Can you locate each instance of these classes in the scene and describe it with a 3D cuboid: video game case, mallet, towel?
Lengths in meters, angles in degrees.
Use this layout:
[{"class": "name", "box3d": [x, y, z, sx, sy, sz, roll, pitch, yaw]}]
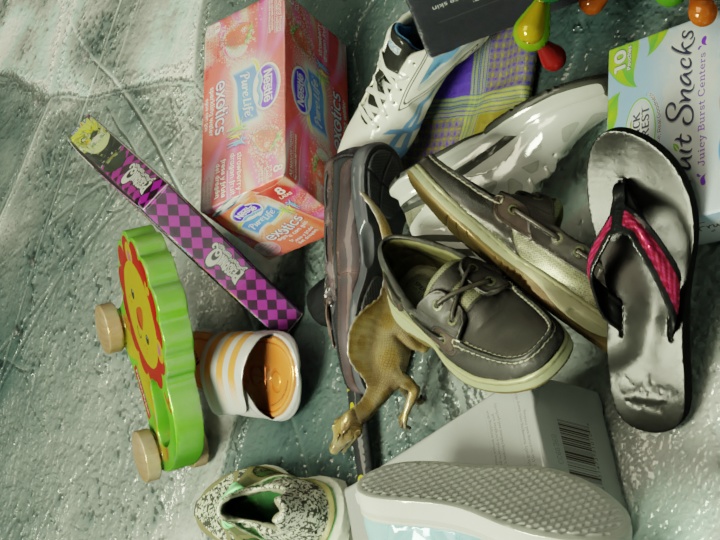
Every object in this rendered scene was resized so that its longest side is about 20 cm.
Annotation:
[{"class": "video game case", "box3d": [-0.157, -0.040, 1.356, 0.036, 0.200, 0.181, -47, 39, -4]}, {"class": "mallet", "box3d": [-0.011, 0.094, 1.255, 0.065, 0.041, 0.203, -21, 64, 46]}, {"class": "towel", "box3d": [0.087, -0.154, 1.238, 0.143, 0.023, 0.203, 4, 79, 52]}]

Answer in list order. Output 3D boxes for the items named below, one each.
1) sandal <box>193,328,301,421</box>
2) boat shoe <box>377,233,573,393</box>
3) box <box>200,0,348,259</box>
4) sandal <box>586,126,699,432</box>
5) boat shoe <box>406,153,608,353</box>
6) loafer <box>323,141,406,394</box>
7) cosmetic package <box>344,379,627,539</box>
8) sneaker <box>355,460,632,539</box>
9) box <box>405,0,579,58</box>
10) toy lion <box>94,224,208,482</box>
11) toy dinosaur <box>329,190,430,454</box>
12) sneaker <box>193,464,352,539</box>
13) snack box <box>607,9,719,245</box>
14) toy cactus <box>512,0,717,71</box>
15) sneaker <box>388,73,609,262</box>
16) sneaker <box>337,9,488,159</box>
[{"class": "sandal", "box3d": [-0.123, 0.093, 1.359, 0.206, 0.059, 0.080, 2, 96, 54]}, {"class": "boat shoe", "box3d": [0.068, 0.024, 1.058, 0.072, 0.066, 0.200, -42, 31, -11]}, {"class": "box", "box3d": [-0.074, -0.129, 1.338, 0.094, 0.102, 0.202, -21, 54, 29]}, {"class": "sandal", "box3d": [0.179, 0.009, 0.982, 0.074, 0.045, 0.203, 0, 100, 40]}, {"class": "boat shoe", "box3d": [0.121, -0.022, 1.070, 0.199, 0.073, 0.065, 40, 89, 12]}, {"class": "loafer", "box3d": [0.000, 0.000, 1.225, 0.062, 0.071, 0.203, -3, 85, 43]}, {"class": "cosmetic package", "box3d": [0.084, 0.170, 1.071, 0.199, 0.080, 0.114, -37, 49, 38]}, {"class": "sneaker", "box3d": [0.088, 0.173, 0.965, 0.198, 0.074, 0.083, 5, 116, 42]}, {"class": "box", "box3d": [0.102, -0.282, 1.070, 0.194, 0.201, 0.119, -19, 54, 9]}, {"class": "toy lion", "box3d": [-0.178, 0.069, 1.348, 0.192, 0.068, 0.202, 131, 123, -65]}, {"class": "toy dinosaur", "box3d": [0.029, 0.046, 1.167, 0.058, 0.100, 0.203, 1, 78, 49]}, {"class": "sneaker", "box3d": [-0.090, 0.194, 1.267, 0.199, 0.088, 0.078, -10, 68, 49]}, {"class": "snack box", "box3d": [0.250, -0.099, 0.990, 0.199, 0.053, 0.144, -15, 64, 48]}, {"class": "toy cactus", "box3d": [0.157, -0.214, 1.009, 0.199, 0.164, 0.103, -26, 43, 43]}, {"class": "sneaker", "box3d": [0.127, -0.058, 1.133, 0.199, 0.075, 0.117, -29, 83, 25]}, {"class": "sneaker", "box3d": [0.033, -0.158, 1.232, 0.201, 0.072, 0.072, -54, 43, 23]}]
